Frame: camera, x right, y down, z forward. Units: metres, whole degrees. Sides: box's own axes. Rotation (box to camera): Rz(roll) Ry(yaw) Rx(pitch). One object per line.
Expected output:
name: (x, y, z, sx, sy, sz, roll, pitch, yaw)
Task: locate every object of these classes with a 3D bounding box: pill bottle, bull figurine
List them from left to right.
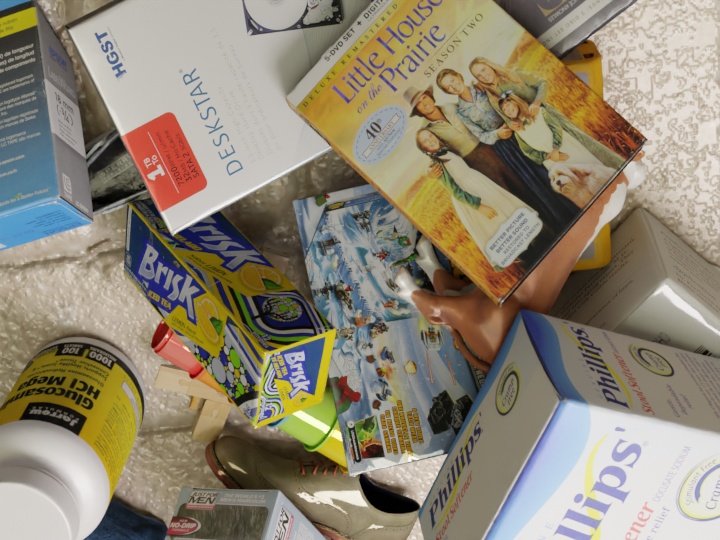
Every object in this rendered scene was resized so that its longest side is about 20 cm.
pill bottle: (-0.244, 0.147, 0.996, 0.110, 0.201, 0.114, 1, 115, 3)
bull figurine: (0.111, -0.031, 0.863, 0.120, 0.065, 0.202, 28, 84, 6)

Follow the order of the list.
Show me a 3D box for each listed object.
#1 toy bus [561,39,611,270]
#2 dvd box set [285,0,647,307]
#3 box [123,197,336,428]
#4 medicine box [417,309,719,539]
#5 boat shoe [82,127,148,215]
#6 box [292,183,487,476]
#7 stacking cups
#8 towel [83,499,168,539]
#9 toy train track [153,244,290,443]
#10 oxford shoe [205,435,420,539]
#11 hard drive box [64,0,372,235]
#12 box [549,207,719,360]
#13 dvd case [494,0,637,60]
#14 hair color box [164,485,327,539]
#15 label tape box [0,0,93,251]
toy bus: (0.141, -0.102, 0.927, 0.077, 0.065, 0.203, -5, 114, 6)
dvd box set: (0.069, -0.098, 0.828, 0.200, 0.029, 0.146, 44, 88, 9)
box: (-0.102, 0.021, 0.923, 0.064, 0.200, 0.071, -16, 133, -34)
medicine box: (0.166, 0.147, 0.851, 0.197, 0.103, 0.184, 13, 117, -21)
boat shoe: (-0.144, -0.104, 0.946, 0.198, 0.068, 0.072, -28, 110, 15)
box: (0.036, 0.035, 0.908, 0.134, 0.040, 0.204, -12, 85, -1)
stacking cups: (-0.073, 0.090, 1.002, 0.199, 0.061, 0.061, 35, 113, -23)
towel: (-0.256, 0.212, 1.076, 0.199, 0.112, 0.049, 37, 103, -12)
toy train track: (-0.101, 0.058, 1.030, 0.113, 0.033, 0.202, 15, 123, -15)
oxford shoe: (-0.039, 0.182, 1.074, 0.198, 0.071, 0.075, 29, 111, -21)
hard drive box: (-0.084, -0.144, 0.879, 0.198, 0.077, 0.158, -29, 108, -7)
box: (0.229, 0.100, 0.978, 0.198, 0.131, 0.200, 37, 113, -12)
dvd case: (0.076, -0.223, 0.859, 0.148, 0.016, 0.202, -35, 83, 18)
hair color box: (-0.071, 0.255, 1.053, 0.097, 0.061, 0.201, -3, 142, 28)
label tape box: (-0.287, -0.118, 0.939, 0.142, 0.063, 0.203, -15, 73, 11)
